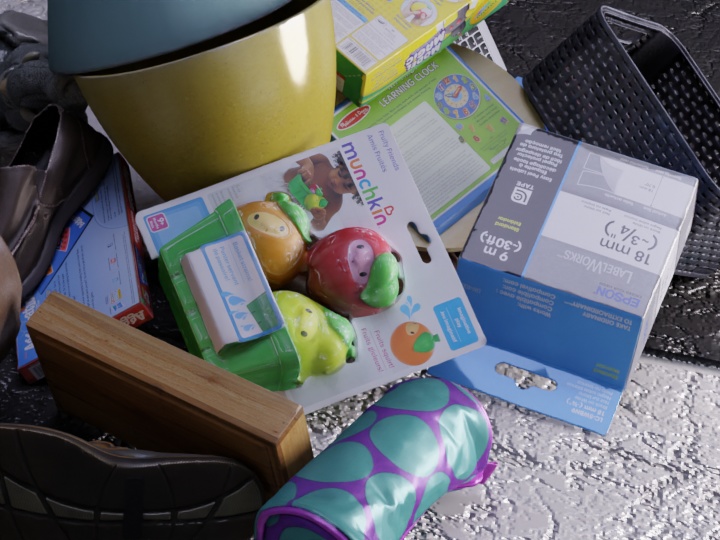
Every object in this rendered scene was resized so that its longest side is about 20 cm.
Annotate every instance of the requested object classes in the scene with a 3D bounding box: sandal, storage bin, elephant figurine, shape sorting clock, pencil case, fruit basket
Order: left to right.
[{"bbox_3d":[-0.272,-0.148,1.711,0.200,0.142,0.155,7,46,17],"label":"elephant figurine"},{"bbox_3d":[-0.161,0.135,1.334,0.200,0.082,0.055,3,11,-13],"label":"sandal"},{"bbox_3d":[-0.036,0.004,1.485,0.200,0.094,0.186,-21,74,-6],"label":"fruit basket"},{"bbox_3d":[0.012,0.143,1.348,0.092,0.085,0.200,40,36,7],"label":"pencil case"},{"bbox_3d":[0.052,-0.101,1.667,0.200,0.039,0.200,6,62,-11],"label":"shape sorting clock"},{"bbox_3d":[0.236,-0.102,1.696,0.135,0.094,0.200,7,48,-54],"label":"storage bin"}]

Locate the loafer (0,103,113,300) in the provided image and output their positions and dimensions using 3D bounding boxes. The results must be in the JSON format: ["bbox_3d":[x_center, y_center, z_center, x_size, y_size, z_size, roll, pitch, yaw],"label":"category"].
[{"bbox_3d":[-0.259,-0.045,1.554,0.073,0.071,0.200,-4,45,36],"label":"loafer"}]

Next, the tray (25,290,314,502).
[{"bbox_3d":[-0.123,0.091,1.386,0.200,0.099,0.037,22,58,23],"label":"tray"}]

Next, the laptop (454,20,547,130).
[{"bbox_3d":[0.109,-0.173,1.778,0.116,0.200,0.187,-17,13,39],"label":"laptop"}]

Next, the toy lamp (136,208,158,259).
[{"bbox_3d":[-0.181,-0.044,1.638,0.058,0.058,0.200,-20,41,-38],"label":"toy lamp"}]

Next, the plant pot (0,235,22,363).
[{"bbox_3d":[-0.326,0.042,1.349,0.200,0.201,0.198,15,24,11],"label":"plant pot"}]

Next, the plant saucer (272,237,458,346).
[{"bbox_3d":[0.000,0.000,1.605,0.200,0.035,0.200,12,31,-8],"label":"plant saucer"}]

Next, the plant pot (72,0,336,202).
[{"bbox_3d":[-0.098,-0.115,1.583,0.200,0.142,0.200,-16,17,5],"label":"plant pot"}]

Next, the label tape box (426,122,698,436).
[{"bbox_3d":[0.149,0.003,1.546,0.144,0.063,0.200,18,59,12],"label":"label tape box"}]

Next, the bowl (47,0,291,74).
[{"bbox_3d":[-0.153,-0.229,1.573,0.200,0.105,0.201,-16,18,5],"label":"bowl"}]

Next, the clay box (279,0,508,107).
[{"bbox_3d":[0.033,-0.226,1.688,0.200,0.048,0.115,-36,67,-28],"label":"clay box"}]

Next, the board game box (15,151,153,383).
[{"bbox_3d":[-0.208,-0.005,1.545,0.103,0.019,0.200,-27,36,8],"label":"board game box"}]
